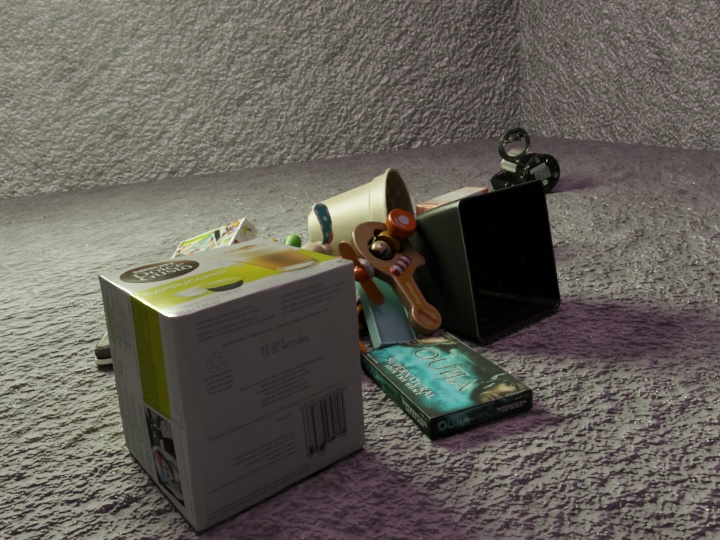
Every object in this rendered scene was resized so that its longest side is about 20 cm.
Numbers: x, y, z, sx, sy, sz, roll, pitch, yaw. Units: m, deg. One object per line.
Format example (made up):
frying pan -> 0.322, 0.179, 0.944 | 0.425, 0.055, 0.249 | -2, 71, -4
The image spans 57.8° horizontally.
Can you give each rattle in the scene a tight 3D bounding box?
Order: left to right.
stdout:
rattle -> -0.031, 0.006, 0.935 | 0.140, 0.132, 0.202 | 7, 47, 25

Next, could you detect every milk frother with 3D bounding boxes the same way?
milk frother -> 0.484, -0.342, 1.987 | 0.177, 0.204, 0.188 | -11, 17, -8

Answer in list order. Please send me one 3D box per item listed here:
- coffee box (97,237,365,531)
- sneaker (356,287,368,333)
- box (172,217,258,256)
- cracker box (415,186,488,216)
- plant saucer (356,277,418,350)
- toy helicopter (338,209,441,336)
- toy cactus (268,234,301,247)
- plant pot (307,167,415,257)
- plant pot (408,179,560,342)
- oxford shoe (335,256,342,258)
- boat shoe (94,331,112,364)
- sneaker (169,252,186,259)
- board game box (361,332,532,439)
coffee box -> -0.132, 0.093, 0.675 | 0.197, 0.204, 0.196 | -16, 20, -36
sneaker -> -0.026, 0.054, 1.001 | 0.195, 0.079, 0.082 | -4, 18, 2
box -> -0.262, -0.016, 1.094 | 0.198, 0.035, 0.111 | -14, 43, 42
cracker box -> 0.187, -0.082, 1.302 | 0.057, 0.137, 0.199 | 8, 20, 37
plant saucer -> 0.034, 0.042, 0.960 | 0.068, 0.019, 0.202 | -1, 43, -15
toy helicopter -> 0.047, 0.009, 0.935 | 0.130, 0.079, 0.202 | -11, 57, -34
toy cactus -> -0.155, 0.029, 1.019 | 0.199, 0.103, 0.165 | -37, 14, -11
plant pot -> 0.001, -0.084, 1.304 | 0.180, 0.204, 0.200 | -11, 13, 20
plant pot -> 0.173, -0.019, 1.022 | 0.197, 0.204, 0.176 | -16, 10, -35
oxford shoe -> 0.000, 0.000, 1.174 | 0.073, 0.072, 0.199 | -7, 11, -26
boat shoe -> -0.351, 0.082, 1.013 | 0.070, 0.062, 0.201 | -2, 17, 11
sneaker -> -0.236, 0.092, 0.868 | 0.114, 0.203, 0.072 | -36, -25, 17
board game box -> 0.098, 0.132, 0.797 | 0.133, 0.029, 0.200 | -11, 18, -20
